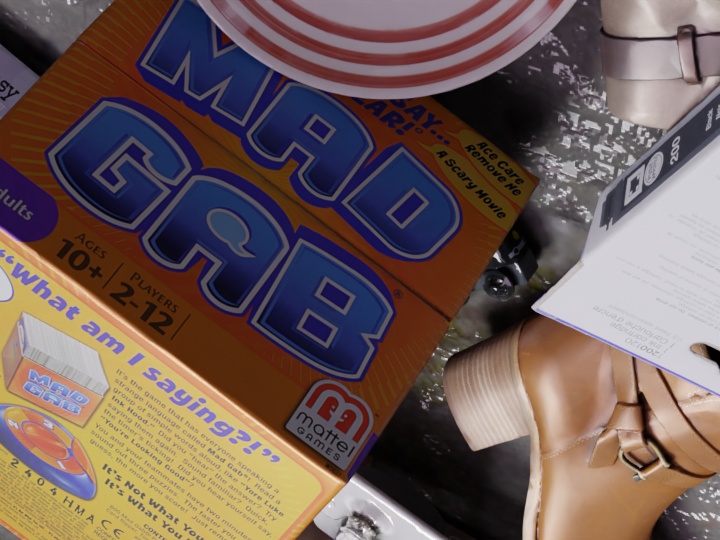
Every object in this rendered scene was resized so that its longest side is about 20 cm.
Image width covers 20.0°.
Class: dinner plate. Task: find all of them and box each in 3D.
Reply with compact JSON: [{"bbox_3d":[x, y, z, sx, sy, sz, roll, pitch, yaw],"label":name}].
[{"bbox_3d":[0.011,-0.173,0.864,0.199,0.024,0.201,0,109,-1],"label":"dinner plate"}]

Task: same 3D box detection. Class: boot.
[{"bbox_3d":[0.150,0.098,1.026,0.155,0.077,0.201,-19,106,36],"label":"boot"},{"bbox_3d":[0.123,-0.132,0.836,0.199,0.070,0.147,15,121,10],"label":"boot"}]

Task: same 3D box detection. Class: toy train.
[{"bbox_3d":[0.000,0.000,1.055,0.199,0.034,0.046,-9,118,36],"label":"toy train"}]

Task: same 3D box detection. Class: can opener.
[{"bbox_3d":[0.059,0.166,1.091,0.200,0.066,0.053,37,134,13],"label":"can opener"}]

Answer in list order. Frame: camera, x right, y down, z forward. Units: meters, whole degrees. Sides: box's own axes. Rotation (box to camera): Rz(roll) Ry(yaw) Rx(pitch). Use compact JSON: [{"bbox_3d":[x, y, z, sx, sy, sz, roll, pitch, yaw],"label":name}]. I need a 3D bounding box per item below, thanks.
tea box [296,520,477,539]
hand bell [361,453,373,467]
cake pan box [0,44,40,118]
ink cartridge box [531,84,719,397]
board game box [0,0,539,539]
[{"bbox_3d":[0.024,0.255,1.175,0.199,0.134,0.197,28,134,9],"label":"tea box"},{"bbox_3d":[-0.085,0.069,1.145,0.199,0.104,0.104,24,135,-5],"label":"hand bell"},{"bbox_3d":[-0.202,-0.013,1.058,0.200,0.184,0.052,41,152,-1],"label":"cake pan box"},{"bbox_3d":[0.205,0.001,0.876,0.197,0.044,0.200,26,146,-14],"label":"ink cartridge box"},{"bbox_3d":[-0.078,0.011,0.930,0.200,0.200,0.200,37,141,-2],"label":"board game box"}]
